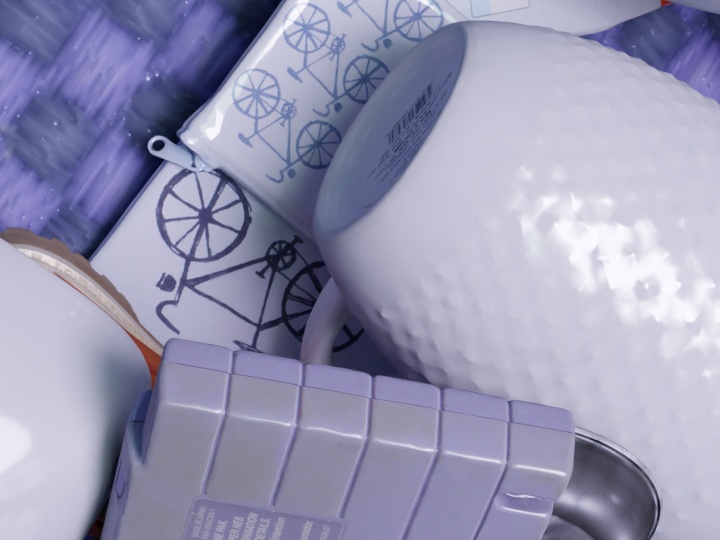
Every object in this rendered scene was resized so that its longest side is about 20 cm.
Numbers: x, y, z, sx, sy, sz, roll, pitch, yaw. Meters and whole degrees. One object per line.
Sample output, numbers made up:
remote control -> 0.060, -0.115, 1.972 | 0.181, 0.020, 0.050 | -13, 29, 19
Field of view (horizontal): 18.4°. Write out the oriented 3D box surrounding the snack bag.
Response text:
snack bag -> 0.000, 0.000, 0.844 | 0.188, 0.021, 0.200 | 38, 93, -23

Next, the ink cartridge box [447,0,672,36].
ink cartridge box -> 0.099, -0.179, 0.883 | 0.199, 0.047, 0.161 | -13, 101, -22

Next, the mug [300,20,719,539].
mug -> 0.062, 0.014, 0.790 | 0.175, 0.200, 0.148 | 34, 36, -18

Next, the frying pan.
frying pan -> 0.015, 0.070, 0.720 | 0.189, 0.115, 0.031 | 28, 46, -31

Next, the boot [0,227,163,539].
boot -> -0.069, 0.077, 0.788 | 0.200, 0.107, 0.075 | 37, 103, -22

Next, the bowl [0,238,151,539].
bowl -> -0.186, 0.066, 0.690 | 0.199, 0.075, 0.200 | 30, 119, -12

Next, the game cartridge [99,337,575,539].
game cartridge -> -0.020, 0.100, 0.709 | 0.129, 0.201, 0.039 | 14, 47, -5

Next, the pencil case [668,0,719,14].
pencil case -> 0.151, -0.131, 0.783 | 0.091, 0.199, 0.083 | -54, 148, -36
